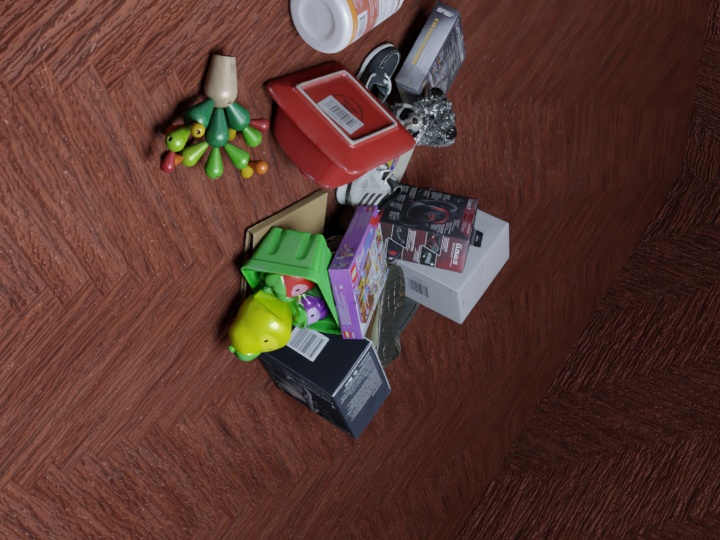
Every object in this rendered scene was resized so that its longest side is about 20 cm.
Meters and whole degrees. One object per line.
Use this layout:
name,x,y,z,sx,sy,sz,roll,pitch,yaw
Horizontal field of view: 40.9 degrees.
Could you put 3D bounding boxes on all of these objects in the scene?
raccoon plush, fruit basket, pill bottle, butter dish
raccoon plush,0.086,-0.235,1.679,0.132,0.098,0.200,-18,165,-13
fruit basket,-0.121,0.059,1.555,0.215,0.153,0.220,9,90,-72
pill bottle,-0.004,-0.410,1.417,0.200,0.111,0.113,-43,148,-37
butter dish,-0.050,-0.200,1.484,0.199,0.200,0.148,-30,163,-49

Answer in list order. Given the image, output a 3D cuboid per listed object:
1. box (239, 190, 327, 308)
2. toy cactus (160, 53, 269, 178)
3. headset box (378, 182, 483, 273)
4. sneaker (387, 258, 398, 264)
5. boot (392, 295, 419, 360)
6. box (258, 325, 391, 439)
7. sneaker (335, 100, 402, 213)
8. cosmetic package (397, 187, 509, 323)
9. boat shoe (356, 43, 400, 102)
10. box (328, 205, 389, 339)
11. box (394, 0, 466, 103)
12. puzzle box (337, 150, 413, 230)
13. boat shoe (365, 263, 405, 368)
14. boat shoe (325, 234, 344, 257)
box,-0.128,-0.032,1.629,0.199,0.021,0.166,-34,141,-46
toy cactus,-0.188,-0.204,1.299,0.198,0.101,0.168,-10,113,-49
headset box,0.126,-0.080,1.760,0.149,0.197,0.076,-70,170,-53
sneaker,0.049,0.004,1.906,0.115,0.075,0.201,-35,146,-15
boot,0.024,0.120,1.979,0.201,0.179,0.073,-74,153,-56
box,-0.068,0.171,1.724,0.125,0.198,0.197,-52,152,-17
sneaker,0.038,-0.193,1.690,0.075,0.114,0.203,-11,123,-58
cosmetic package,0.175,-0.033,1.997,0.201,0.198,0.124,-50,151,-24
boat shoe,0.017,-0.299,1.616,0.201,0.060,0.076,-55,151,-20
box,0.000,0.000,1.632,0.201,0.038,0.139,-66,151,-53
box,0.130,-0.366,1.738,0.160,0.048,0.200,-61,166,-4
puzzle box,0.032,-0.164,1.808,0.133,0.025,0.203,13,102,-64
boat shoe,0.030,0.085,1.839,0.075,0.073,0.204,16,84,-51
boat shoe,-0.032,-0.040,1.735,0.067,0.058,0.199,-35,163,29
